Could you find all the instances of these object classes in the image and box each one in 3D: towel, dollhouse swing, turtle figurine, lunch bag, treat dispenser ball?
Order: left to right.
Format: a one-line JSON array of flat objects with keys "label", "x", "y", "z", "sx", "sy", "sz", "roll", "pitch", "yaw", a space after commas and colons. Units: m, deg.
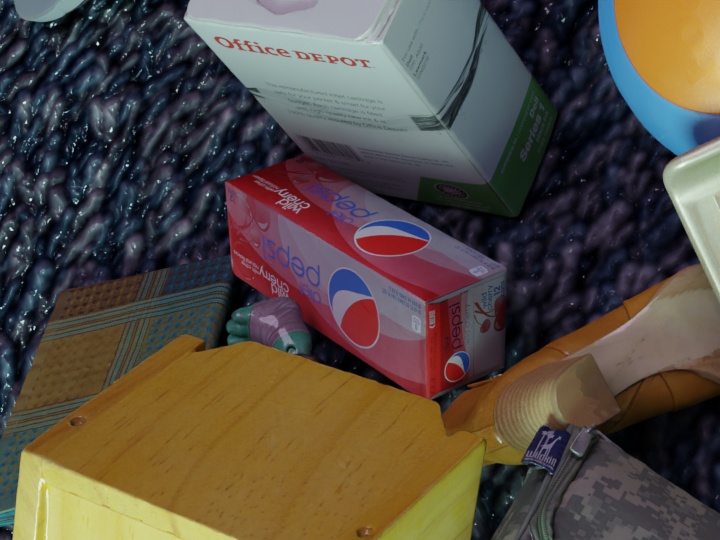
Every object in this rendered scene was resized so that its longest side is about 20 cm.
[{"label": "towel", "x": -0.158, "y": 0.076, "z": 1.267, "sx": 0.146, "sy": 0.022, "sz": 0.201, "roll": -11, "pitch": 41, "yaw": 25}, {"label": "dollhouse swing", "x": -0.055, "y": 0.167, "z": 1.011, "sx": 0.199, "sy": 0.177, "sz": 0.182, "roll": 15, "pitch": 35, "yaw": 34}, {"label": "turtle figurine", "x": -0.019, "y": 0.116, "z": 1.142, "sx": 0.100, "sy": 0.150, "sz": 0.200, "roll": -11, "pitch": 47, "yaw": -14}, {"label": "lunch bag", "x": 0.136, "y": 0.188, "z": 0.964, "sx": 0.199, "sy": 0.139, "sz": 0.168, "roll": 32, "pitch": 65, "yaw": 6}, {"label": "treat dispenser ball", "x": 0.230, "y": -0.145, "z": 1.081, "sx": 0.200, "sy": 0.201, "sz": 0.202, "roll": -14, "pitch": 59, "yaw": 23}]

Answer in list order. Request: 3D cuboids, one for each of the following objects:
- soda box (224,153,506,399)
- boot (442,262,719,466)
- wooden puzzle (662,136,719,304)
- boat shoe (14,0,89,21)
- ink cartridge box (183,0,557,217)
[{"label": "soda box", "x": 0.000, "y": 0.000, "z": 1.190, "sx": 0.063, "sy": 0.070, "sz": 0.200, "roll": -22, "pitch": 34, "yaw": -32}, {"label": "boot", "x": 0.136, "y": 0.053, "z": 1.105, "sx": 0.144, "sy": 0.201, "sz": 0.071, "roll": -24, "pitch": 89, "yaw": 60}, {"label": "wooden puzzle", "x": 0.273, "y": -0.001, "z": 1.001, "sx": 0.184, "sy": 0.037, "sz": 0.201, "roll": -24, "pitch": 99, "yaw": 17}, {"label": "boat shoe", "x": -0.180, "y": -0.235, "z": 1.451, "sx": 0.199, "sy": 0.068, "sz": 0.074, "roll": -33, "pitch": 60, "yaw": 41}, {"label": "ink cartridge box", "x": 0.010, "y": -0.123, "z": 1.194, "sx": 0.146, "sy": 0.200, "sz": 0.085, "roll": 12, "pitch": 68, "yaw": 34}]
